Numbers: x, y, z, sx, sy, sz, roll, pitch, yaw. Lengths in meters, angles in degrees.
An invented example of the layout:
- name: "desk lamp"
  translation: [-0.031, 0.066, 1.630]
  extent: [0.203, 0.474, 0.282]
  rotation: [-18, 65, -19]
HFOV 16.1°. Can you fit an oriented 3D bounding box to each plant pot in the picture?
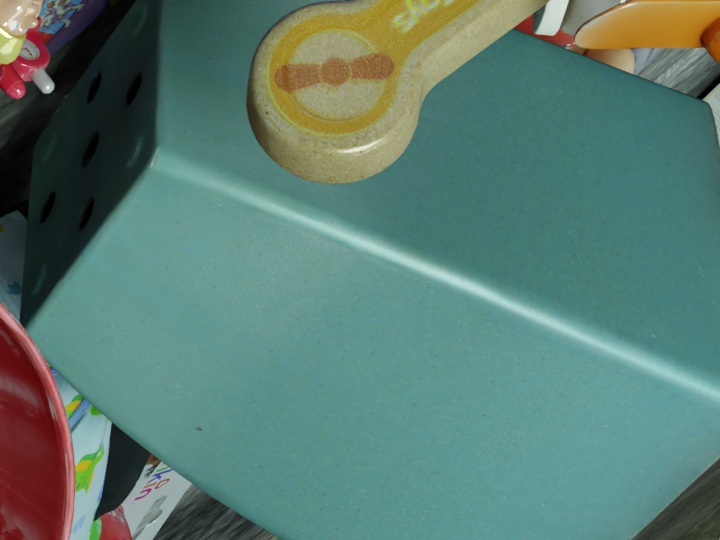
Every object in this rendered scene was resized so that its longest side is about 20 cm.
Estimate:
- name: "plant pot"
  translation: [0.000, 0.000, 0.810]
  extent: [0.199, 0.142, 0.141]
  rotation: [22, 130, -24]

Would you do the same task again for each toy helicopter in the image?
- name: "toy helicopter"
  translation: [0.056, -0.086, 0.686]
  extent: [0.200, 0.132, 0.079]
  rotation: [-40, 169, -15]

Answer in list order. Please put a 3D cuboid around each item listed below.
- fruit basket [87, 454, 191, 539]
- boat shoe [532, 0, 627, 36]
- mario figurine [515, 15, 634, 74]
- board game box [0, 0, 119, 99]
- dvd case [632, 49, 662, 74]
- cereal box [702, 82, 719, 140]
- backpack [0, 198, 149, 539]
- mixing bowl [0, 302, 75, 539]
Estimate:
- name: "fruit basket"
  translation: [-0.144, 0.129, 1.072]
  extent: [0.199, 0.094, 0.185]
  rotation: [-8, 146, -46]
- name: "boat shoe"
  translation: [0.109, -0.161, 0.796]
  extent: [0.072, 0.059, 0.201]
  rotation: [-104, -147, -72]
- name: "mario figurine"
  translation: [0.064, -0.054, 0.956]
  extent: [0.105, 0.124, 0.201]
  rotation: [-1, 140, -10]
- name: "board game box"
  translation: [-0.089, -0.090, 0.717]
  extent: [0.157, 0.039, 0.200]
  rotation: [-29, 162, -31]
- name: "dvd case"
  translation: [0.069, -0.072, 1.088]
  extent: [0.200, 0.016, 0.148]
  rotation: [-45, 163, 17]
- name: "cereal box"
  translation: [0.232, -0.091, 1.426]
  extent: [0.200, 0.040, 0.144]
  rotation: [-45, 163, 18]
- name: "backpack"
  translation: [-0.167, 0.077, 0.856]
  extent: [0.199, 0.154, 0.163]
  rotation: [-14, 153, -27]
- name: "mixing bowl"
  translation: [-0.191, 0.058, 0.705]
  extent: [0.199, 0.108, 0.202]
  rotation: [-16, 122, -27]
